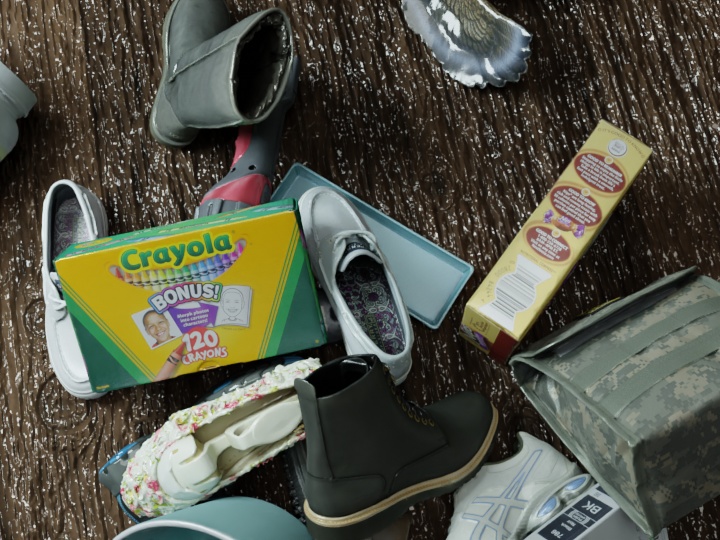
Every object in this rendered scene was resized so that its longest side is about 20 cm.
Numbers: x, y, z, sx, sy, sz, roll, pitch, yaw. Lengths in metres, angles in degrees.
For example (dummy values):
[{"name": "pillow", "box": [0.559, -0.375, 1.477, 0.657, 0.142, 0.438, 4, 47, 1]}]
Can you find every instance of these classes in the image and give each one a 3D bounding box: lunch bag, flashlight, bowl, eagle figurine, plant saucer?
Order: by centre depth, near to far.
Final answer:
[{"name": "bowl", "box": [-0.096, 0.257, 0.677, 0.201, 0.105, 0.201, 7, 108, 20]}, {"name": "lunch bag", "box": [0.229, 0.081, 0.698, 0.164, 0.200, 0.118, -26, 118, -9]}, {"name": "plant saucer", "box": [0.003, -0.023, 0.818, 0.200, 0.019, 0.070, 32, 78, 10]}, {"name": "flashlight", "box": [-0.108, -0.113, 0.819, 0.068, 0.068, 0.200, 19, 64, -27]}, {"name": "eagle figurine", "box": [0.103, -0.289, 0.848, 0.200, 0.151, 0.152, 39, 123, -17]}]

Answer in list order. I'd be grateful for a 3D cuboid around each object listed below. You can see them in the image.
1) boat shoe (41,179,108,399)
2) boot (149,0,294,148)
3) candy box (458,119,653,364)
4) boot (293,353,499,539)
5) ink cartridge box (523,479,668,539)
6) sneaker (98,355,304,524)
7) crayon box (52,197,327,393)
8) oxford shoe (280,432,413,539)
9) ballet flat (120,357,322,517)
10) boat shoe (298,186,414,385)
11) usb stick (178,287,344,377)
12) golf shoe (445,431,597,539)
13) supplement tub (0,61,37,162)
[{"name": "boat shoe", "box": [-0.256, 0.014, 0.793, 0.072, 0.069, 0.200, -3, 74, 2]}, {"name": "boot", "box": [-0.123, -0.199, 0.780, 0.072, 0.200, 0.182, 10, 81, -25]}, {"name": "candy box", "box": [0.165, -0.021, 0.759, 0.056, 0.117, 0.200, 34, 79, 11]}, {"name": "boot", "box": [0.037, 0.108, 0.685, 0.077, 0.139, 0.200, 16, 32, 40]}, {"name": "ink cartridge box", "box": [0.156, 0.242, 0.672, 0.200, 0.039, 0.100, -28, 116, -25]}, {"name": "sneaker", "box": [-0.122, 0.147, 0.760, 0.200, 0.073, 0.082, -34, 93, -2]}, {"name": "crayon box", "box": [-0.137, 0.020, 0.734, 0.200, 0.058, 0.119, -12, 105, -1]}, {"name": "oxford shoe", "box": [-0.005, 0.209, 0.736, 0.084, 0.073, 0.200, -24, 77, -20]}, {"name": "ballet flat", "box": [-0.105, 0.133, 0.693, 0.200, 0.064, 0.076, -33, 99, -3]}, {"name": "boat shoe", "box": [-0.001, 0.001, 0.754, 0.070, 0.072, 0.201, -14, 65, -18]}, {"name": "usb stick", "box": [-0.097, 0.055, 0.793, 0.200, 0.033, 0.056, -11, 74, -1]}, {"name": "golf shoe", "box": [0.097, 0.210, 0.716, 0.200, 0.078, 0.097, -28, 56, -26]}, {"name": "supplement tub", "box": [-0.410, -0.122, 0.799, 0.145, 0.145, 0.200, 35, 79, 11]}]
